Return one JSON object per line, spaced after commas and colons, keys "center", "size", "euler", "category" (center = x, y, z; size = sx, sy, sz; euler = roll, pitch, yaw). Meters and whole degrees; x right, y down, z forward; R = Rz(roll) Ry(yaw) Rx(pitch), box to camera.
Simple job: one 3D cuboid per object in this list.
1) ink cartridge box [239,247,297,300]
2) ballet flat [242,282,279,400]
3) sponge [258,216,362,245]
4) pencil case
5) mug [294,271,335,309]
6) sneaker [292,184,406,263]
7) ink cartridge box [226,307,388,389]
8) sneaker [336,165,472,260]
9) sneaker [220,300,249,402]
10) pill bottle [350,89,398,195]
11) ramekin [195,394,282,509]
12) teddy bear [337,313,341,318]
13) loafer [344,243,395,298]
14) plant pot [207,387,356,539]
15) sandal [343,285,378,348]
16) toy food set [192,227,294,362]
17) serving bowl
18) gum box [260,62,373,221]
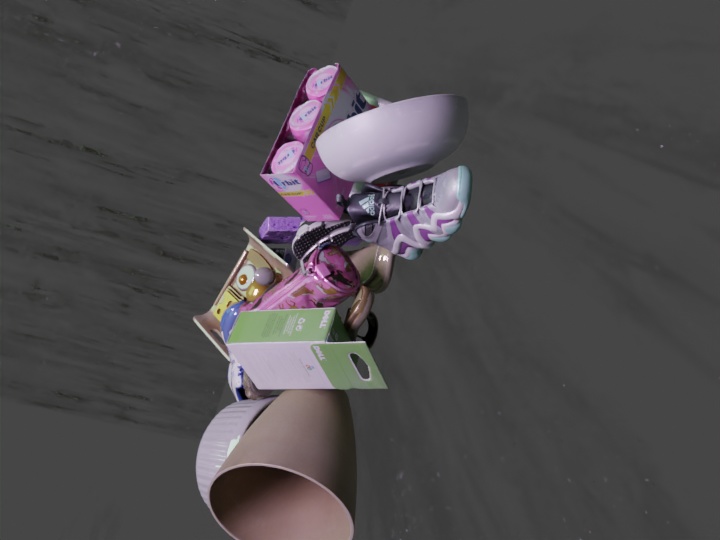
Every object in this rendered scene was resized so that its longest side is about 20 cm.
{"center": [-0.180, 0.060, 1.048], "size": [0.093, 0.044, 0.202], "euler": [2, 78, 32], "category": "ink cartridge box"}
{"center": [-0.149, 0.109, 0.892], "size": [0.046, 0.067, 0.202], "euler": [-32, 41, 42], "category": "ballet flat"}
{"center": [-0.081, -0.071, 1.040], "size": [0.111, 0.198, 0.030], "euler": [153, 116, -68], "category": "sponge"}
{"center": [-0.092, 0.041, 0.807], "size": [0.199, 0.086, 0.083], "euler": [-35, 22, 35], "category": "pencil case"}
{"center": [-0.111, 0.109, 1.102], "size": [0.199, 0.147, 0.177], "euler": [29, 95, 45], "category": "mug"}
{"center": [-0.015, -0.085, 0.864], "size": [0.080, 0.198, 0.074], "euler": [-101, -12, -60], "category": "sneaker"}
{"center": [-0.065, 0.106, 0.754], "size": [0.060, 0.198, 0.104], "euler": [-73, -30, -43], "category": "ink cartridge box"}
{"center": [0.040, -0.077, 0.693], "size": [0.200, 0.139, 0.078], "euler": [131, 151, -60], "category": "sneaker"}
{"center": [-0.182, 0.145, 0.931], "size": [0.088, 0.075, 0.202], "euler": [-127, 30, -50], "category": "sneaker"}
{"center": [0.015, -0.187, 0.957], "size": [0.120, 0.119, 0.202], "euler": [-113, 41, -68], "category": "pill bottle"}
{"center": [-0.158, 0.293, 0.873], "size": [0.104, 0.200, 0.202], "euler": [-6, 62, 34], "category": "ramekin"}
{"center": [-0.070, 0.138, 0.919], "size": [0.200, 0.066, 0.146], "euler": [94, -168, -80], "category": "teddy bear"}
{"center": [0.000, 0.000, 0.904], "size": [0.200, 0.068, 0.076], "euler": [137, 146, -64], "category": "loafer"}
{"center": [-0.080, 0.244, 0.767], "size": [0.201, 0.186, 0.188], "euler": [-71, 7, -55], "category": "plant pot"}
{"center": [0.002, 0.084, 0.820], "size": [0.200, 0.054, 0.081], "euler": [113, 176, -64], "category": "sandal"}
{"center": [-0.214, 0.041, 1.011], "size": [0.143, 0.060, 0.201], "euler": [36, 97, 35], "category": "toy food set"}
{"center": [0.046, -0.154, 0.719], "size": [0.200, 0.198, 0.066], "euler": [169, 86, -74], "category": "serving bowl"}
{"center": [-0.051, -0.186, 0.816], "size": [0.066, 0.113, 0.202], "euler": [2, 62, 37], "category": "gum box"}
